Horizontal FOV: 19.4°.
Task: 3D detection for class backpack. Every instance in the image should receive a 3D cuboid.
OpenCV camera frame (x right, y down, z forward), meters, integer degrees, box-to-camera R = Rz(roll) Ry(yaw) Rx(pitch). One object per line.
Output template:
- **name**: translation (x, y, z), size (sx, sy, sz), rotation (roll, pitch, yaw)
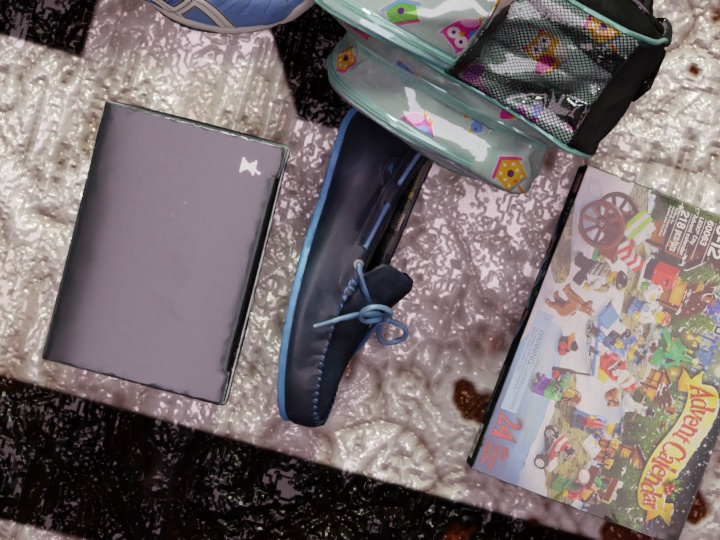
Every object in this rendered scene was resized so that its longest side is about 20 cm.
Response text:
- **backpack**: translation (0.057, -0.148, 1.218), size (0.200, 0.176, 0.153), rotation (36, 106, -11)

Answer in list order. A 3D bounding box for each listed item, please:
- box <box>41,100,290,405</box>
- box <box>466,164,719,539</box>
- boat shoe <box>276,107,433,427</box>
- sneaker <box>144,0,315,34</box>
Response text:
- **box**: translation (-0.106, -0.014, 1.207), size (0.104, 0.200, 0.148), rotation (14, 91, -2)
- **box**: translation (0.164, 0.052, 1.299), size (0.136, 0.038, 0.200), rotation (21, 91, -2)
- **boat shoe**: translation (0.000, 0.000, 1.269), size (0.069, 0.084, 0.200), rotation (14, 93, 9)
- **sneaker**: translation (-0.119, -0.189, 1.264), size (0.200, 0.077, 0.076), rotation (10, 90, -3)
